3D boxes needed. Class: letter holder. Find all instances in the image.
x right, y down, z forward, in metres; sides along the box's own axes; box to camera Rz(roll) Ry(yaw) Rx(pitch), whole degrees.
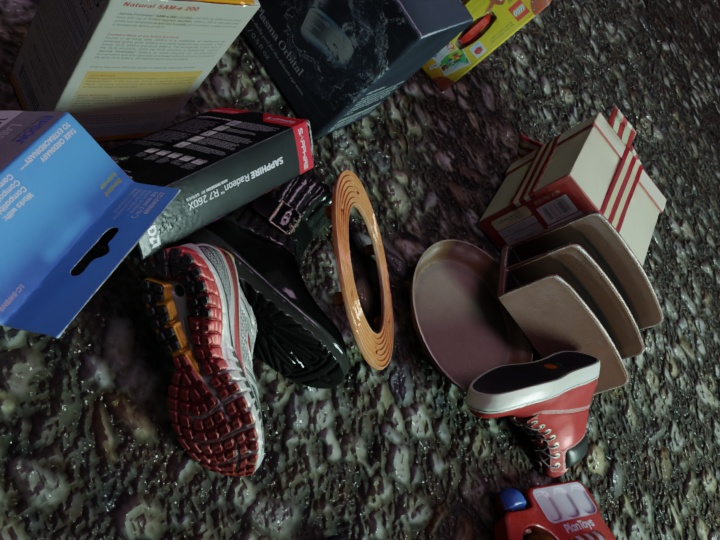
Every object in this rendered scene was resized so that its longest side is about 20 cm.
[{"bbox_3d":[0.282,0.045,0.853,0.200,0.142,0.101,50,34,-24],"label":"letter holder"}]

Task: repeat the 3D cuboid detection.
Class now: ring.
[{"bbox_3d":[0.000,0.000,0.691,0.200,0.019,0.201,-11,90,-77],"label":"ring"}]

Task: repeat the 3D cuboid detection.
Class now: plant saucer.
[{"bbox_3d":[0.130,0.060,0.828,0.200,0.032,0.201,20,55,-32],"label":"plant saucer"}]

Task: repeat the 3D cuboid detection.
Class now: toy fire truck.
[{"bbox_3d":[0.217,0.309,0.734,0.200,0.112,0.168,7,40,-39],"label":"toy fire truck"}]

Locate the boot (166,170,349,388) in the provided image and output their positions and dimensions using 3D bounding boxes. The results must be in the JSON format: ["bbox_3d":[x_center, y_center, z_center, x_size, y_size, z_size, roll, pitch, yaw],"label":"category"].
[{"bbox_3d":[-0.063,-0.006,0.664,0.211,0.079,0.158,47,46,-10],"label":"boot"}]

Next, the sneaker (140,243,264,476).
[{"bbox_3d":[-0.110,0.073,0.563,0.082,0.078,0.201,-30,114,-66],"label":"sneaker"}]

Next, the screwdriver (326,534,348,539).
[{"bbox_3d":[-0.044,0.307,0.547,0.028,0.029,0.200,38,43,-19],"label":"screwdriver"}]

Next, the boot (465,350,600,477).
[{"bbox_3d":[0.196,0.178,0.779,0.200,0.072,0.145,-4,103,-37],"label":"boot"}]

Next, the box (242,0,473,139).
[{"bbox_3d":[-0.020,-0.290,0.767,0.117,0.200,0.197,-36,92,-45],"label":"box"}]

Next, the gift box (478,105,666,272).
[{"bbox_3d":[0.292,-0.102,0.946,0.200,0.184,0.187,52,47,-15],"label":"gift box"}]

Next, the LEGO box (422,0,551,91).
[{"bbox_3d":[0.185,-0.370,0.982,0.077,0.200,0.149,45,47,-12],"label":"LEGO box"}]

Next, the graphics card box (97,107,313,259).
[{"bbox_3d":[-0.150,-0.084,0.591,0.200,0.125,0.051,-36,131,-42],"label":"graphics card box"}]

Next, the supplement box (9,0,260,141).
[{"bbox_3d":[-0.191,-0.187,0.565,0.126,0.200,0.074,-17,79,-44],"label":"supplement box"}]

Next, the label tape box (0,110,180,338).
[{"bbox_3d":[-0.245,-0.042,0.451,0.063,0.199,0.144,76,29,-42],"label":"label tape box"}]
